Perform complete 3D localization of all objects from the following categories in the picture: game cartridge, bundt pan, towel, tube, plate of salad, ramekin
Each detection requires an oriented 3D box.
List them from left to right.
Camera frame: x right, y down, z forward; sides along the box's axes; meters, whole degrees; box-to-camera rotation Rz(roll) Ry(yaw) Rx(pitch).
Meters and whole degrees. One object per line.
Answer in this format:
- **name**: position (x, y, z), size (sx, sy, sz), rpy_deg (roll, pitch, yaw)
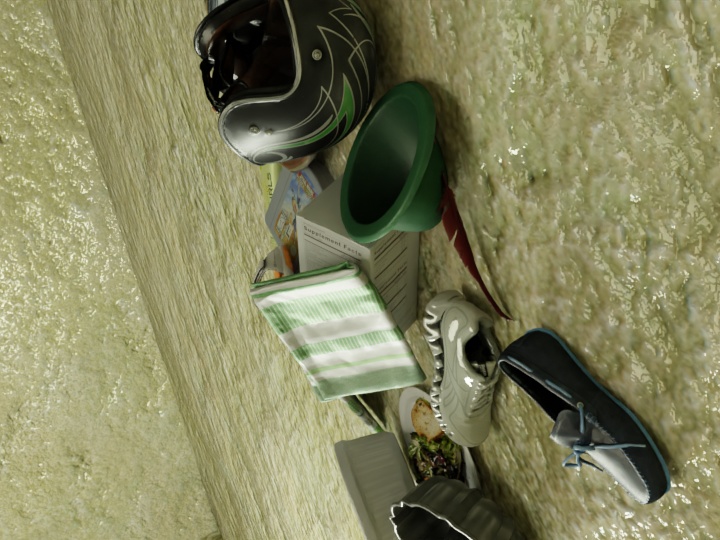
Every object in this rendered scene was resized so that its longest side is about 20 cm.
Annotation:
- **tube**: position (-0.133, -0.114, 1.369), size (0.057, 0.052, 0.203), rpy_deg (-2, 110, 22)
- **game cartridge**: position (-0.076, -0.078, 1.199), size (0.201, 0.041, 0.135), rpy_deg (56, 134, 48)
- **towel**: position (-0.043, 0.184, 1.359), size (0.149, 0.031, 0.200), rpy_deg (48, 177, 43)
- **towel**: position (-0.026, 0.078, 1.017), size (0.024, 0.150, 0.201), rpy_deg (-77, -34, -47)
- **ramekin**: position (0.038, 0.335, 1.281), size (0.202, 0.093, 0.205), rpy_deg (157, 90, -89)
- **plate of salad**: position (0.101, 0.260, 1.192), size (0.200, 0.048, 0.202), rpy_deg (48, 150, 38)
- **bundt pan**: position (0.136, 0.346, 1.110), size (0.201, 0.076, 0.203), rpy_deg (33, 148, 23)

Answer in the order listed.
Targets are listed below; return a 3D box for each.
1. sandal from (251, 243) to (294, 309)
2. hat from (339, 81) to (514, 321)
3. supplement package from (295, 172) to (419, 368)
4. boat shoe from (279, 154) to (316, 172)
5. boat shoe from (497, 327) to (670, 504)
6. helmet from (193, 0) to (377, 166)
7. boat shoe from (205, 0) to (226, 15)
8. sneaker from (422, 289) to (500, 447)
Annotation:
- **sandal**: position (-0.114, 0.026, 1.126), size (0.207, 0.058, 0.080), rpy_deg (-120, 23, -65)
- **hat**: position (0.088, -0.079, 0.940), size (0.165, 0.174, 0.203), rpy_deg (22, 93, 61)
- **supplement package**: position (0.000, 0.000, 1.055), size (0.113, 0.110, 0.202), rpy_deg (25, 138, 25)
- **boat shoe**: position (-0.112, -0.186, 1.185), size (0.071, 0.077, 0.199), rpy_deg (31, 173, -29)
- **boat shoe**: position (0.206, 0.148, 0.822), size (0.200, 0.068, 0.085), rpy_deg (48, 151, 38)
- **helmet**: position (-0.072, -0.225, 0.942), size (0.201, 0.189, 0.201), rpy_deg (55, -165, -23)
- **boat shoe**: position (-0.193, -0.378, 1.231), size (0.091, 0.070, 0.202), rpy_deg (51, 146, 35)
- **sneaker**: position (0.125, 0.124, 0.988), size (0.081, 0.075, 0.203), rpy_deg (20, 130, 49)
